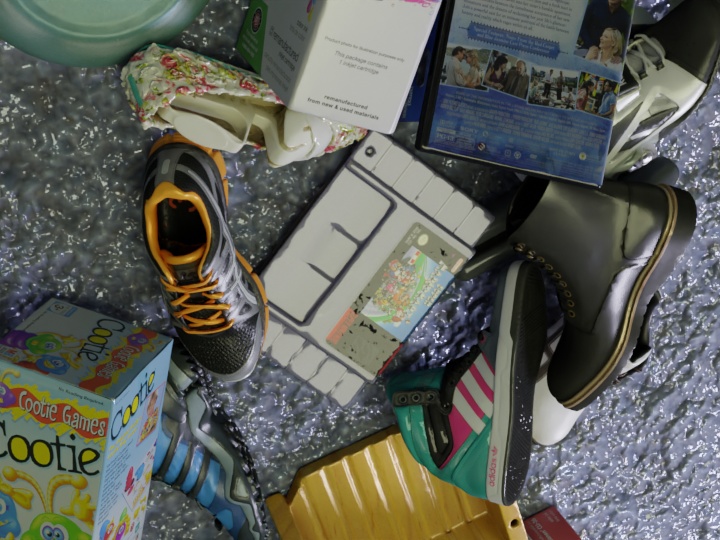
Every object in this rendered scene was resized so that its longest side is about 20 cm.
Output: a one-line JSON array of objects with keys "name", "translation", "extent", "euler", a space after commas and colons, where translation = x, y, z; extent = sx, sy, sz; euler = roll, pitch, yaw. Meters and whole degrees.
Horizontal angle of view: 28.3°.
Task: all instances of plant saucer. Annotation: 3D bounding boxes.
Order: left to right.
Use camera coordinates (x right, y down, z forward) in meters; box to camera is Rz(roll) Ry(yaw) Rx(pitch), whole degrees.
[{"name": "plant saucer", "translation": [-0.181, -0.230, 0.968], "extent": [0.200, 0.036, 0.200], "euler": [-8, 117, -17]}]

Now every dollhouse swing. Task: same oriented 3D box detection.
[{"name": "dollhouse swing", "translation": [0.054, 0.256, 1.208], "extent": [0.200, 0.176, 0.182], "euler": [-23, 120, -8]}]

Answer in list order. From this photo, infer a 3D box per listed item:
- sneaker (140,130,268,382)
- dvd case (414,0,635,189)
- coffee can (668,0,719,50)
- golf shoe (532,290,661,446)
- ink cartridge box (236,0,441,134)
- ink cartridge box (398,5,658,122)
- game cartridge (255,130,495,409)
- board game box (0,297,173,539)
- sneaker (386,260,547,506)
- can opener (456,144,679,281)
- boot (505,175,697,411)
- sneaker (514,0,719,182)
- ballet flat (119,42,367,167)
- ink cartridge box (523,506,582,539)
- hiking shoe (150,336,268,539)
[{"name": "sneaker", "translation": [-0.123, 0.000, 1.063], "extent": [0.078, 0.077, 0.200], "euler": [-11, 114, 10]}, {"name": "dvd case", "translation": [0.124, -0.170, 1.025], "extent": [0.143, 0.018, 0.200], "euler": [11, 89, -14]}, {"name": "coffee can", "translation": [0.364, -0.219, 1.113], "extent": [0.200, 0.146, 0.146], "euler": [10, 110, -24]}, {"name": "golf shoe", "translation": [0.193, 0.075, 1.222], "extent": [0.078, 0.094, 0.200], "euler": [9, 112, -25]}, {"name": "ink cartridge box", "translation": [-0.002, -0.215, 0.977], "extent": [0.084, 0.145, 0.200], "euler": [12, 110, -25]}, {"name": "ink cartridge box", "translation": [0.130, -0.153, 1.112], "extent": [0.200, 0.039, 0.099], "euler": [-5, 126, -17]}, {"name": "game cartridge", "translation": [0.000, 0.000, 1.129], "extent": [0.130, 0.038, 0.200], "euler": [36, 99, -9]}, {"name": "board game box", "translation": [-0.219, 0.140, 1.062], "extent": [0.103, 0.105, 0.200], "euler": [18, 116, 10]}, {"name": "sneaker", "translation": [0.084, 0.085, 1.181], "extent": [0.084, 0.121, 0.200], "euler": [1, 97, -64]}, {"name": "can opener", "translation": [0.163, -0.049, 1.164], "extent": [0.200, 0.067, 0.053], "euler": [-28, 121, -6]}, {"name": "boot", "translation": [0.155, 0.008, 1.113], "extent": [0.138, 0.077, 0.200], "euler": [14, 112, -21]}, {"name": "sneaker", "translation": [0.191, -0.132, 1.078], "extent": [0.088, 0.074, 0.200], "euler": [24, 114, -36]}, {"name": "ballet flat", "translation": [-0.080, -0.108, 1.039], "extent": [0.200, 0.064, 0.076], "euler": [10, 142, -26]}, {"name": "ink cartridge box", "translation": [0.119, 0.319, 1.325], "extent": [0.200, 0.067, 0.117], "euler": [-24, 120, -10]}, {"name": "hiking shoe", "translation": [-0.140, 0.148, 1.152], "extent": [0.087, 0.074, 0.200], "euler": [-24, 111, 0]}]
